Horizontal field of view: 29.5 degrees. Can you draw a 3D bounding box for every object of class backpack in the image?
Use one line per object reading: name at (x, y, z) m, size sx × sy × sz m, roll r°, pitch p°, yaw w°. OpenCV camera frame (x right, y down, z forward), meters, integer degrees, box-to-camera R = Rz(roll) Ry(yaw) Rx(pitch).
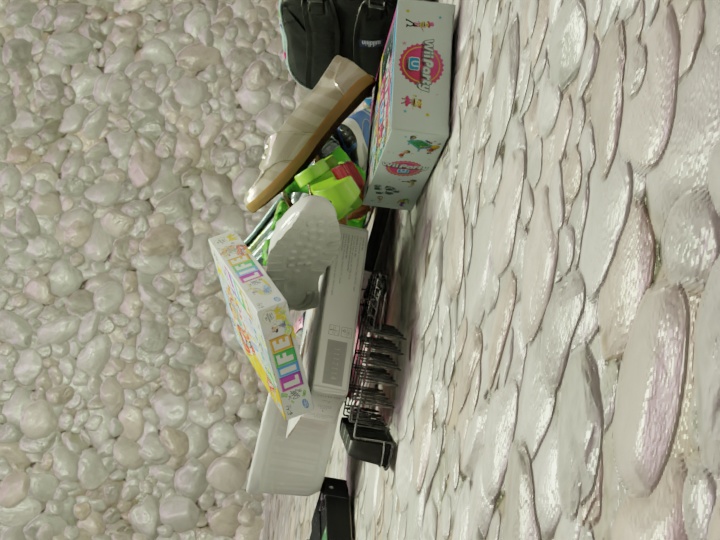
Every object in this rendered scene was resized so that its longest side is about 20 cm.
backpack at (-0.009, -0.301, 1.630) m, size 0.201 × 0.175 × 0.152 m, roll 89°, pitch -173°, yaw -54°

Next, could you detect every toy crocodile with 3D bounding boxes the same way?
toy crocodile at (-0.025, -0.094, 1.516) m, size 0.068 × 0.061 × 0.200 m, roll 59°, pitch -170°, yaw -4°

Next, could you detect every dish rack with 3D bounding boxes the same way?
dish rack at (0.016, 0.102, 1.483) m, size 0.153 × 0.054 × 0.203 m, roll -146°, pitch 65°, yaw -83°

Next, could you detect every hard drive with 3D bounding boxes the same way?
hard drive at (-0.041, 0.374, 1.701) m, size 0.201 × 0.037 × 0.141 m, roll -95°, pitch 18°, yaw -61°

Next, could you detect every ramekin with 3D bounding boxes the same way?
ramekin at (-0.079, 0.195, 1.756) m, size 0.202 × 0.093 × 0.205 m, roll -167°, pitch 90°, yaw -88°

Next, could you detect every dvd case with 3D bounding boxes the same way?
dvd case at (0.000, 0.000, 1.729) m, size 0.201 × 0.017 × 0.144 m, roll 112°, pitch 174°, yaw -53°

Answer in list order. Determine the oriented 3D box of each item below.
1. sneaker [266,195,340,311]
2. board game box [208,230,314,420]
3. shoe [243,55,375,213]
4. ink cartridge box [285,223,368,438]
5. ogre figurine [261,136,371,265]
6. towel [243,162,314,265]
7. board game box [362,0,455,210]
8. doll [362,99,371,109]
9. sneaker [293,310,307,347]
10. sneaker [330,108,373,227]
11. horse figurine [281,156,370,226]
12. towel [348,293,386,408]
sneaker at (-0.069, -0.032, 1.467) m, size 0.201 × 0.075 × 0.081 m, roll 116°, pitch 154°, yaw -57°
board game box at (-0.110, 0.055, 1.488) m, size 0.200 × 0.034 × 0.136 m, roll -132°, pitch 26°, yaw -60°
shoe at (-0.066, -0.150, 1.504) m, size 0.200 × 0.053 × 0.070 m, roll -49°, pitch -1°, yaw 1°
ink cartridge box at (-0.037, 0.075, 1.560) m, size 0.177 × 0.044 × 0.202 m, roll 114°, pitch 165°, yaw -63°
ogre figurine at (-0.047, -0.083, 1.787) m, size 0.099 × 0.119 × 0.201 m, roll 118°, pitch 170°, yaw -45°
towel at (-0.088, -0.084, 2.014) m, size 0.200 × 0.048 × 0.171 m, roll -46°, pitch -10°, yaw 18°
board game box at (0.049, -0.170, 1.438) m, size 0.200 × 0.063 × 0.150 m, roll 114°, pitch 161°, yaw -69°
doll at (0.021, -0.291, 1.910) m, size 0.200 × 0.048 × 0.139 m, roll -146°, pitch 62°, yaw -84°
sneaker at (-0.055, 0.068, 1.885) m, size 0.070 × 0.081 × 0.202 m, roll -68°, pitch -18°, yaw -50°
sneaker at (0.001, -0.137, 1.901) m, size 0.077 × 0.075 × 0.201 m, roll -43°, pitch -27°, yaw -32°
horse figurine at (-0.042, -0.084, 1.633) m, size 0.133 × 0.049 × 0.201 m, roll 60°, pitch -157°, yaw -24°
towel at (0.001, 0.096, 1.728) m, size 0.200 × 0.029 × 0.149 m, roll -158°, pitch 76°, yaw -84°
